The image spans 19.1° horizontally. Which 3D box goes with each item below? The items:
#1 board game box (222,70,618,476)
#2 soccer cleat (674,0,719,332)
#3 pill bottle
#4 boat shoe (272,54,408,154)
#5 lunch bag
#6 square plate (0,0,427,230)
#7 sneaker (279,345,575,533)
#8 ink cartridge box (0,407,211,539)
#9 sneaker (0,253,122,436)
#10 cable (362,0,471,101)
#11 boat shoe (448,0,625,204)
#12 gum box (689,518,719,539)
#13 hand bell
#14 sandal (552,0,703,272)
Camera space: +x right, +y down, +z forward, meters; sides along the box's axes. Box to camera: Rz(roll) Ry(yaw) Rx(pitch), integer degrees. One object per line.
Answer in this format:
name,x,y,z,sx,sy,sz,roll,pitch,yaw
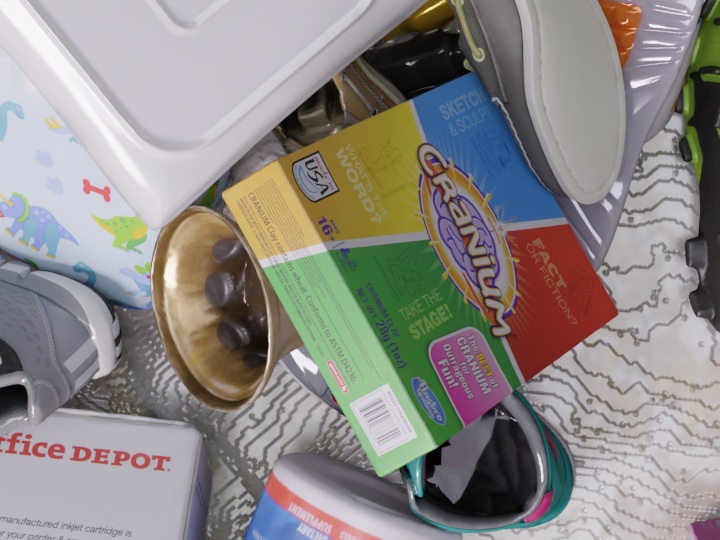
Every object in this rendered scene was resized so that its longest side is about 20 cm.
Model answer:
board game box,0.036,-0.006,1.063,0.040,0.200,0.154,-30,90,36
soccer cleat,0.220,-0.062,1.164,0.083,0.065,0.202,1,88,-26
pill bottle,-0.031,0.210,1.153,0.111,0.112,0.201,22,94,2
boat shoe,-0.022,-0.080,1.120,0.071,0.076,0.200,-23,125,20
lunch bag,-0.162,-0.080,1.130,0.199,0.161,0.083,27,49,5
square plate,-0.083,-0.152,1.019,0.198,0.028,0.200,-40,112,-3
sneaker,0.028,0.074,1.141,0.199,0.121,0.084,33,94,2
ink cartridge box,-0.164,0.180,1.137,0.145,0.083,0.201,7,65,4
sneaker,-0.235,0.035,1.134,0.199,0.116,0.076,14,130,22
cable,0.001,-0.106,1.182,0.198,0.051,0.097,-11,129,19
boat shoe,0.081,-0.130,1.104,0.060,0.072,0.203,-3,113,45
gum box,0.235,0.165,1.091,0.113,0.200,0.067,-11,92,5
hand bell,0.000,0.000,1.125,0.199,0.104,0.105,-14,92,-37
sandal,0.131,-0.090,1.165,0.079,0.059,0.208,24,115,16
